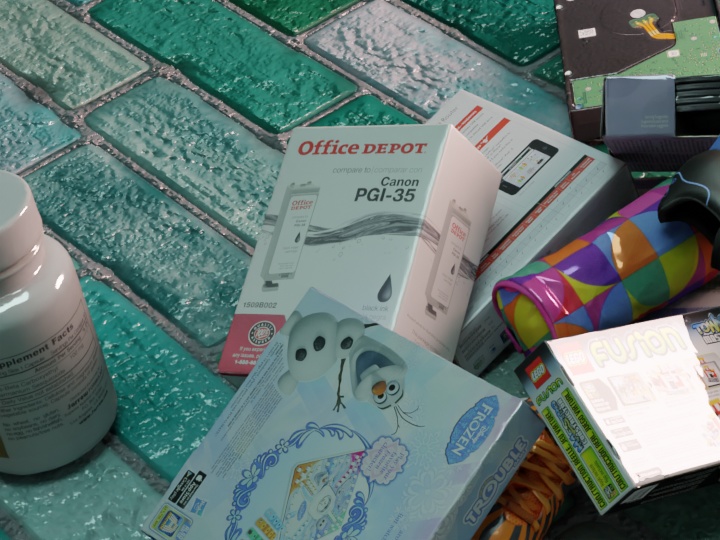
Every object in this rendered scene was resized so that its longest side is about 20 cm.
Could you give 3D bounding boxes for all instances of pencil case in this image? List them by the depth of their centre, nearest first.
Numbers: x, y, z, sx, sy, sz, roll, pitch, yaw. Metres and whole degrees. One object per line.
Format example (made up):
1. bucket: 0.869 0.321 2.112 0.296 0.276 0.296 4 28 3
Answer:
1. pencil case: 0.188 -0.001 1.653 0.200 0.089 0.088 -28 39 -24

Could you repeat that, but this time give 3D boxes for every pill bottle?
1. pill bottle: -0.250 0.035 1.658 0.114 0.200 0.115 -9 37 6

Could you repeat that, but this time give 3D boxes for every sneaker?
1. sneaker: 0.112 0.126 1.506 0.077 0.112 0.200 36 46 -7
2. sneaker: 0.292 -0.008 1.587 0.078 0.070 0.200 -43 64 -13

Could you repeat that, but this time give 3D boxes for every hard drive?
1. hard drive: 0.235 -0.183 1.944 0.139 0.038 0.200 -9 36 6

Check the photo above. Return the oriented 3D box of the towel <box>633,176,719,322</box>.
1. towel: 0.223 -0.002 1.726 0.146 0.024 0.200 -3 40 9

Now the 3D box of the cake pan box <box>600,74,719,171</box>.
1. cake pan box: 0.274 -0.107 1.718 0.183 0.053 0.200 -2 -5 12

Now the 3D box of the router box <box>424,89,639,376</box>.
1. router box: 0.078 -0.030 1.748 0.200 0.049 0.179 -44 45 -18

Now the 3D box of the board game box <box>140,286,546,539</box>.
1. board game box: -0.013 0.134 1.505 0.199 0.043 0.200 27 78 40

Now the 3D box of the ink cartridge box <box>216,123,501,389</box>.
1. ink cartridge box: 0.000 0.000 1.660 0.146 0.083 0.201 1 65 35

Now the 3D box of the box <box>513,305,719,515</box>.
1. box: 0.198 0.085 1.495 0.200 0.035 0.110 -8 60 -45
